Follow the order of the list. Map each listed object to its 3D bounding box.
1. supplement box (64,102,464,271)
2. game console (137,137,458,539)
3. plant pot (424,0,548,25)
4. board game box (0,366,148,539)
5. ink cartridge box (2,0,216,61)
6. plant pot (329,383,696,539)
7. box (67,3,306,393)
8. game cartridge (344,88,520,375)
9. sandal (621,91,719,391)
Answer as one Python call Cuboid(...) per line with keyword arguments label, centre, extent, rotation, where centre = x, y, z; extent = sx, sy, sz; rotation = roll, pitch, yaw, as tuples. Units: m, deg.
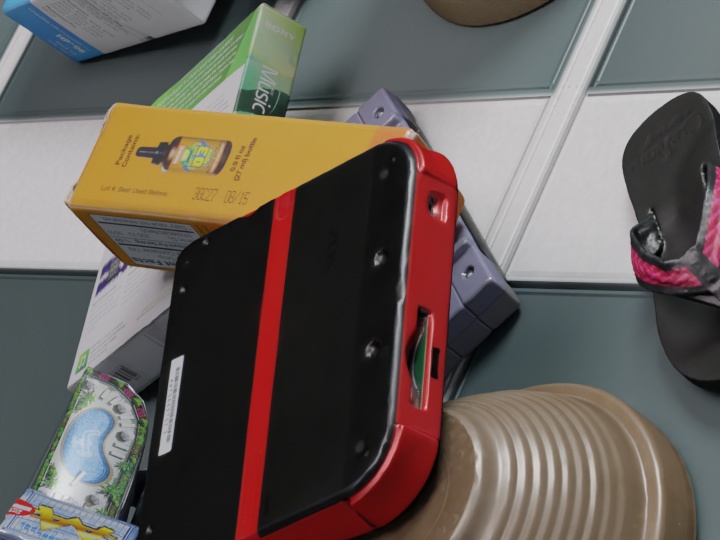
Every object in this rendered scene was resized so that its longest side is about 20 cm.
Cuboid(label="supplement box", centre=(-0.051, -0.036, 1.438), extent=(0.199, 0.069, 0.067), rotation=(9, 63, 34))
Cuboid(label="game console", centre=(-0.030, 0.045, 1.302), extent=(0.176, 0.031, 0.201), rotation=(-27, 44, 38))
Cuboid(label="plant pot", centre=(0.038, -0.265, 1.523), extent=(0.187, 0.200, 0.188), rotation=(-31, 39, 29))
Cuboid(label="board game box", centre=(-0.142, 0.157, 1.372), extent=(0.200, 0.061, 0.201), rotation=(107, -178, -47))
Cuboid(label="ink cartridge box", centre=(-0.130, -0.207, 1.768), extent=(0.200, 0.067, 0.116), rotation=(-8, 52, 54))
Cuboid(label="plant pot", centre=(0.043, 0.125, 1.253), extent=(0.200, 0.093, 0.202), rotation=(-30, 38, 28))
Cuboid(label="box", centre=(-0.097, -0.035, 1.586), extent=(0.144, 0.036, 0.201), rotation=(-36, 35, 49))
Cuboid(label="game cartridge", centre=(0.000, 0.000, 1.473), extent=(0.130, 0.038, 0.200), rotation=(-40, 35, 9))
Cuboid(label="sandal", centre=(0.151, -0.019, 1.300), extent=(0.075, 0.045, 0.201), rotation=(-39, 36, 18))
